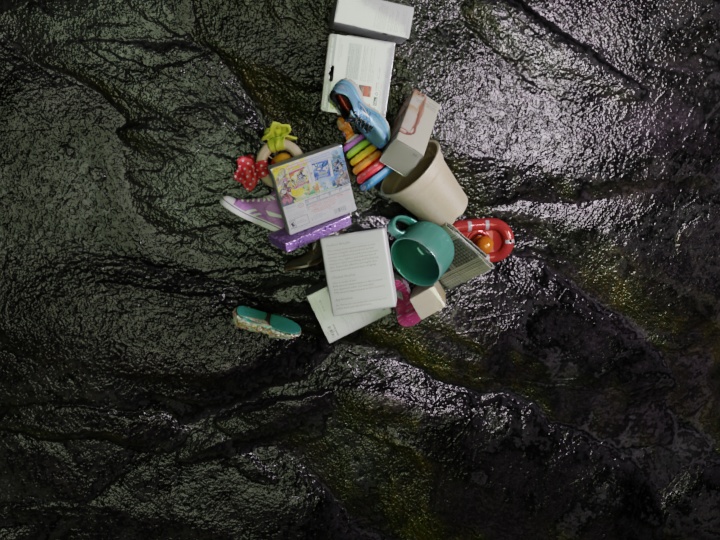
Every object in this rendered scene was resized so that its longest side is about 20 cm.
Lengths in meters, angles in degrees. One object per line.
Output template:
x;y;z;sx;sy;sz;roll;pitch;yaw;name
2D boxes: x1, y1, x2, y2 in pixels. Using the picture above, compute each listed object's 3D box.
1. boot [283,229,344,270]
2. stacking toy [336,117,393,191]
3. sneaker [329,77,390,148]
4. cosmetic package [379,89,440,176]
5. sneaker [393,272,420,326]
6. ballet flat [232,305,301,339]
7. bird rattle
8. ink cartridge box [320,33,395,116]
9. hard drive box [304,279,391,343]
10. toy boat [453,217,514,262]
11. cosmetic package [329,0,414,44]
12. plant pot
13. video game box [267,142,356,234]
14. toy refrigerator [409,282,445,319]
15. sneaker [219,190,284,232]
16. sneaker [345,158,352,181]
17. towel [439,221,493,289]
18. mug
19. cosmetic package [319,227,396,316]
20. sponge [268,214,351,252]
-0.127;-0.064;1.736;0.199;0.075;0.098;-18;93;-14;boot
-0.003;-0.323;1.676;0.110;0.116;0.201;-37;98;-13;stacking toy
-0.008;-0.382;1.576;0.200;0.090;0.078;48;133;-7;sneaker
0.130;-0.360;1.640;0.087;0.103;0.201;28;54;-13;cosmetic package
0.119;0.076;1.793;0.081;0.088;0.201;-23;127;5;sneaker
-0.265;0.153;1.763;0.199;0.076;0.064;21;129;-8;ballet flat
-0.227;-0.282;1.633;0.163;0.113;0.201;35;90;4;bird rattle
-0.012;-0.503;1.649;0.174;0.084;0.202;7;100;-8;ink cartridge box
-0.035;0.087;1.771;0.199;0.077;0.157;-25;104;-3;hard drive box
0.339;-0.076;1.768;0.198;0.131;0.132;-6;103;-7;toy boat
0.027;-0.648;1.613;0.198;0.113;0.082;7;100;-9;cosmetic package
0.187;-0.216;1.698;0.201;0.200;0.183;-46;115;2;plant pot
-0.123;-0.212;1.626;0.199;0.047;0.183;-22;119;-18;video game box
0.188;0.074;1.723;0.076;0.200;0.070;-30;92;10;toy refrigerator
-0.271;-0.183;1.685;0.199;0.073;0.115;22;96;-24;sneaker
-0.124;-0.261;1.701;0.198;0.070;0.076;-9;83;-9;sneaker
0.248;-0.041;1.747;0.192;0.200;0.035;41;55;-14;towel
0.167;-0.066;1.650;0.114;0.151;0.186;-46;132;-37;mug
0.000;0.000;1.627;0.166;0.166;0.202;-8;93;5;cosmetic package
-0.135;-0.108;1.668;0.199;0.111;0.030;-25;117;-23;sponge
